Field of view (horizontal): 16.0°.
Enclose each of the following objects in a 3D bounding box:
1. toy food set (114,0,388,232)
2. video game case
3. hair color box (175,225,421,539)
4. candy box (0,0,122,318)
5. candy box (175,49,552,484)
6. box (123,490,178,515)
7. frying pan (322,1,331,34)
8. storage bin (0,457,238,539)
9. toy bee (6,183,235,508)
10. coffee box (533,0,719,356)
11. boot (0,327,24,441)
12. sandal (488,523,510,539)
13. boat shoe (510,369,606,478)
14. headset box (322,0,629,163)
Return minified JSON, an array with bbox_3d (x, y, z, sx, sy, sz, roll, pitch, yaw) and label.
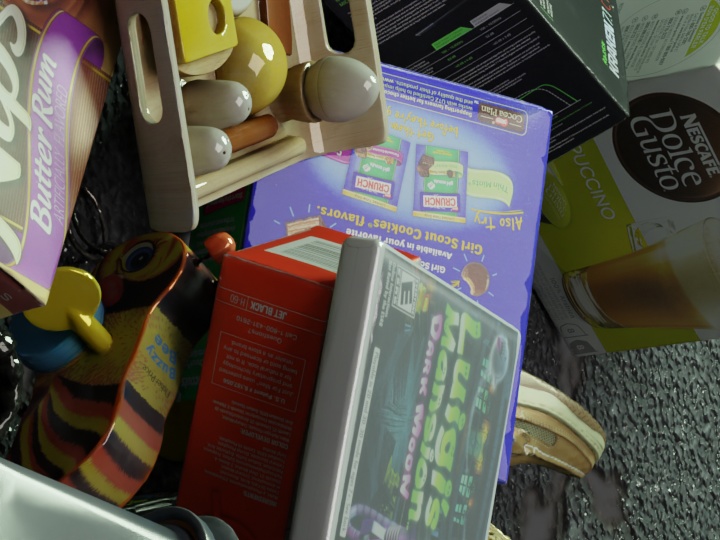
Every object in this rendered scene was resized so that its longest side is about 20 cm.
[{"bbox_3d":[-0.046,-0.109,1.170,0.200,0.060,0.144,-29,113,-62],"label":"toy food set"},{"bbox_3d":[0.020,0.104,1.166,0.182,0.023,0.201,31,66,-63],"label":"video game case"},{"bbox_3d":[-0.035,0.088,1.187,0.101,0.061,0.201,-18,122,-64],"label":"hair color box"},{"bbox_3d":[-0.163,-0.093,1.075,0.117,0.056,0.201,45,45,-40],"label":"candy box"},{"bbox_3d":[0.000,0.000,1.312,0.168,0.077,0.201,13,77,-25],"label":"candy box"},{"bbox_3d":[-0.121,0.213,1.203,0.160,0.044,0.201,-7,90,-55],"label":"box"},{"bbox_3d":[-0.084,-0.129,1.332,0.190,0.031,0.115,-40,113,-38],"label":"frying pan"},{"bbox_3d":[-0.163,0.143,1.016,0.134,0.199,0.146,38,40,-45],"label":"storage bin"},{"bbox_3d":[-0.106,0.022,1.167,0.131,0.108,0.201,28,49,-55],"label":"toy bee"},{"bbox_3d":[0.205,-0.095,1.588,0.200,0.197,0.200,58,42,-29],"label":"coffee box"},{"bbox_3d":[-0.186,0.050,1.044,0.211,0.157,0.080,26,63,-50],"label":"boot"},{"bbox_3d":[0.063,0.172,1.317,0.212,0.069,0.078,-59,137,-63],"label":"sandal"},{"bbox_3d":[0.059,0.087,1.435,0.200,0.071,0.077,30,72,-38],"label":"boat shoe"},{"bbox_3d":[0.053,-0.179,1.423,0.200,0.093,0.175,45,28,-32],"label":"headset box"}]
